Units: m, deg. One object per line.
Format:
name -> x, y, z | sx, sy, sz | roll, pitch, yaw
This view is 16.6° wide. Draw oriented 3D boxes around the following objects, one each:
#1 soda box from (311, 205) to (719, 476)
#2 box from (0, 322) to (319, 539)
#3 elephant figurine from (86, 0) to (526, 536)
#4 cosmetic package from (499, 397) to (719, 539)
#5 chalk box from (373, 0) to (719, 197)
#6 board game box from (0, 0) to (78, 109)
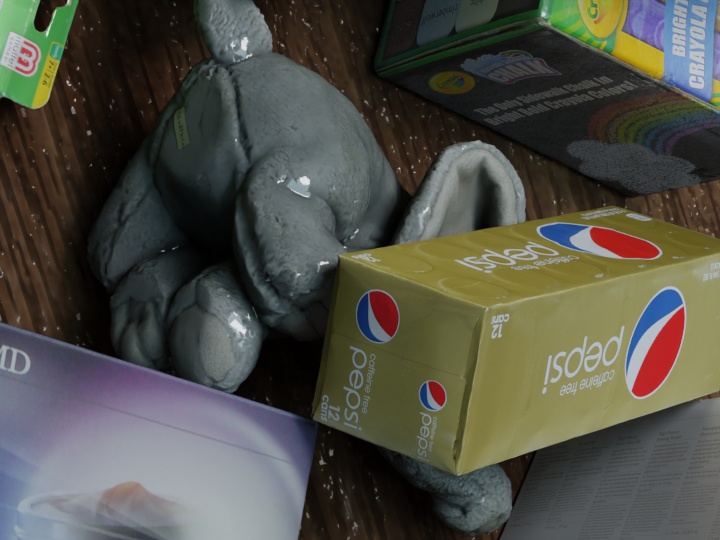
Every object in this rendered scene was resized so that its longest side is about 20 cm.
soda box -> 0.069, 0.022, 0.938 | 0.200, 0.068, 0.064 | -12, 116, -54
box -> -0.140, 0.125, 0.867 | 0.200, 0.123, 0.199 | 19, 72, -31
elephant figurine -> 0.000, 0.000, 0.992 | 0.200, 0.155, 0.142 | 15, 32, -42
cosmetic package -> 0.139, 0.099, 1.009 | 0.051, 0.200, 0.083 | 34, 66, -24
chalk box -> 0.093, -0.129, 1.058 | 0.200, 0.124, 0.124 | 24, 71, -30
board game box -> -0.195, -0.138, 0.925 | 0.200, 0.030, 0.096 | 24, 71, -26
